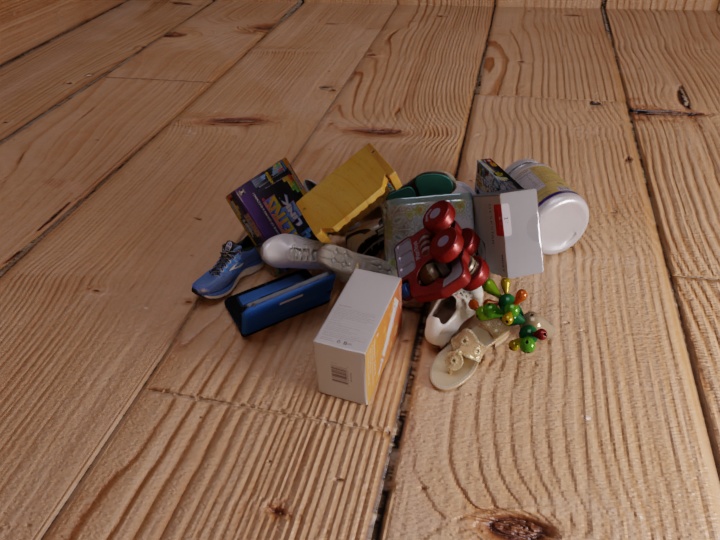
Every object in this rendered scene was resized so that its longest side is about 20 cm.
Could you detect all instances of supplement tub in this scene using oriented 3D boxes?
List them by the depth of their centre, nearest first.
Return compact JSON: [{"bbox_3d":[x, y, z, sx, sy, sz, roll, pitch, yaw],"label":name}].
[{"bbox_3d":[0.403,-0.150,1.343,0.141,0.148,0.202,-11,38,-10],"label":"supplement tub"}]

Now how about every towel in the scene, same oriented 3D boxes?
[{"bbox_3d":[0.141,-0.069,1.251,0.194,0.177,0.048,-3,-1,13],"label":"towel"}]

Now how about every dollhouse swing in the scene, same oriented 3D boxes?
[{"bbox_3d":[-0.002,-0.125,1.256,0.198,0.176,0.183,-37,45,3],"label":"dollhouse swing"}]

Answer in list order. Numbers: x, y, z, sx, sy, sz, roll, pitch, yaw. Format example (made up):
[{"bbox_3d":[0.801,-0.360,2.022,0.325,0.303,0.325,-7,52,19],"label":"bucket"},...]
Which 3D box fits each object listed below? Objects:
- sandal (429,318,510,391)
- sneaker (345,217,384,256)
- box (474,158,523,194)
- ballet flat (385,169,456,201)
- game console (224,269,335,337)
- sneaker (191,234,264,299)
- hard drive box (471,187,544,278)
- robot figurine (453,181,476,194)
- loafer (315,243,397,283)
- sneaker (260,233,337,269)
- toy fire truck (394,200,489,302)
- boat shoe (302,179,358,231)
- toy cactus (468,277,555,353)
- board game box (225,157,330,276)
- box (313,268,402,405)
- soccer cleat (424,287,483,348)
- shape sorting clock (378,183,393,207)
[{"bbox_3d":[0.198,0.126,1.076,0.209,0.071,0.077,-32,46,-31],"label":"sandal"},{"bbox_3d":[0.049,-0.097,1.367,0.197,0.075,0.080,-27,40,-28],"label":"sneaker"},{"bbox_3d":[0.311,-0.148,1.342,0.039,0.140,0.201,-7,33,-11],"label":"box"},{"bbox_3d":[0.137,-0.187,1.332,0.197,0.069,0.062,-11,22,42],"label":"ballet flat"},{"bbox_3d":[-0.165,0.036,1.188,0.196,0.172,0.120,-22,68,-22],"label":"game console"},{"bbox_3d":[-0.287,-0.016,1.277,0.077,0.091,0.200,19,43,28],"label":"sneaker"},{"bbox_3d":[0.285,-0.078,1.191,0.075,0.161,0.200,-8,6,-7],"label":"hard drive box"},{"bbox_3d":[0.204,-0.127,1.356,0.166,0.115,0.201,23,44,10],"label":"robot figurine"},{"bbox_3d":[0.000,0.000,1.214,0.196,0.070,0.071,26,80,-16],"label":"loafer"},{"bbox_3d":[-0.111,-0.038,1.248,0.195,0.073,0.080,3,3,-26],"label":"sneaker"},{"bbox_3d":[0.140,-0.018,1.132,0.166,0.112,0.203,-35,35,24],"label":"toy fire truck"},{"bbox_3d":[-0.079,-0.157,1.456,0.073,0.066,0.201,-26,44,-26],"label":"boat shoe"},{"bbox_3d":[0.287,0.078,1.081,0.162,0.104,0.200,20,15,-26],"label":"toy cactus"},{"bbox_3d":[-0.177,-0.120,1.315,0.056,0.203,0.165,-18,19,47],"label":"board game box"},{"bbox_3d":[0.001,0.113,1.065,0.095,0.127,0.202,11,41,17],"label":"box"},{"bbox_3d":[0.185,0.065,1.147,0.068,0.079,0.200,19,43,27],"label":"soccer cleat"},{"bbox_3d":[0.024,-0.202,1.492,0.194,0.040,0.202,13,29,-7],"label":"shape sorting clock"}]
